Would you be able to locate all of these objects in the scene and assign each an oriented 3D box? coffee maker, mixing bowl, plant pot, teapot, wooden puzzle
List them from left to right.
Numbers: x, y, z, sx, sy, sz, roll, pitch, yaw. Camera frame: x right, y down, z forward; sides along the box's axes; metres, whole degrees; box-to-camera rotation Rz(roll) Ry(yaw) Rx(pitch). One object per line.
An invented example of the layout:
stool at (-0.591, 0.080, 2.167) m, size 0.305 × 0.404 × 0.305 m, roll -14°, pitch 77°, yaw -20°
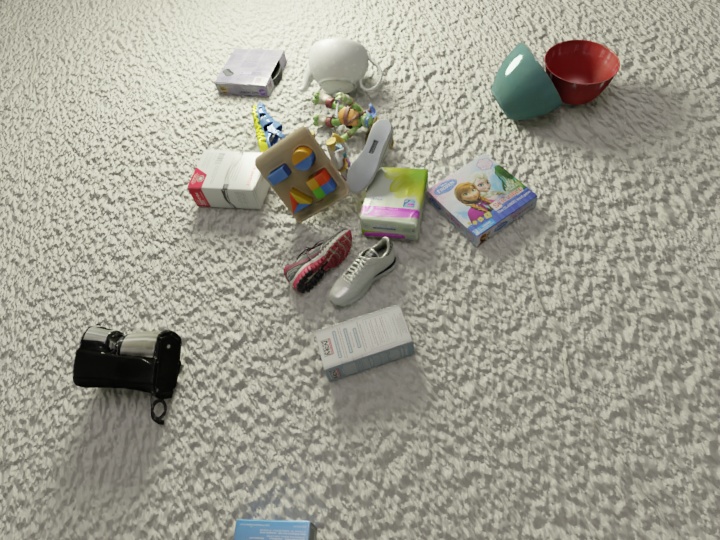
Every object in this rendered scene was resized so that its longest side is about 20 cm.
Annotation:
coffee maker at (-0.514, 0.219, 1.230) m, size 0.197 × 0.135 × 0.194 m, roll 1°, pitch 56°, yaw 11°
wooden puzzle at (-0.151, -0.231, 1.407) m, size 0.184 × 0.201 × 0.046 m, roll -25°, pitch 20°, yaw 30°
teapot at (-0.063, -0.602, 1.712) m, size 0.199 × 0.195 × 0.149 m, roll 1°, pitch 91°, yaw 55°
plant pot at (0.437, -0.493, 1.537) m, size 0.134 × 0.199 × 0.202 m, roll -35°, pitch 52°, yaw 19°
mixing bowl at (0.602, -0.536, 1.565) m, size 0.197 × 0.109 × 0.202 m, roll -2°, pitch 55°, yaw 3°

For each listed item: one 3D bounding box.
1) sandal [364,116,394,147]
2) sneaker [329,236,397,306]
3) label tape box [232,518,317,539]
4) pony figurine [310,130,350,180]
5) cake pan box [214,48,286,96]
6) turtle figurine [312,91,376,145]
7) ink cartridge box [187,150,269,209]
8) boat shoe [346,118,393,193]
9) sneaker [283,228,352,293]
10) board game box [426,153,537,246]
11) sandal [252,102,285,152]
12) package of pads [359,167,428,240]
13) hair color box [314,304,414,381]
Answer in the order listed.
sandal at (0.061, -0.354, 1.572) m, size 0.069 × 0.078 × 0.213 m, roll 23°, pitch 33°, yaw -19°
sneaker at (0.000, 0.000, 1.324) m, size 0.200 × 0.081 × 0.076 m, roll -42°, pitch 60°, yaw -17°
label tape box at (-0.159, 0.548, 0.983) m, size 0.141 × 0.066 × 0.203 m, roll -2°, pitch 58°, yaw 9°
pony figurine at (-0.095, -0.274, 1.484) m, size 0.190 × 0.200 × 0.169 m, roll -9°, pitch 59°, yaw 22°
cake pan box at (-0.357, -0.656, 1.858) m, size 0.197 × 0.053 × 0.186 m, roll 7°, pitch 59°, yaw 15°
turtle figurine at (-0.074, -0.429, 1.590) m, size 0.193 × 0.144 × 0.201 m, roll 27°, pitch 71°, yaw 36°
ink cartridge box at (-0.353, -0.251, 1.556) m, size 0.197 × 0.084 × 0.147 m, roll 5°, pitch 56°, yaw 13°
boat shoe at (0.033, -0.283, 1.440) m, size 0.073 × 0.065 × 0.202 m, roll 31°, pitch 93°, yaw 21°
sneaker at (-0.100, -0.038, 1.367) m, size 0.199 × 0.081 × 0.074 m, roll -40°, pitch 56°, yaw -17°
board game box at (0.302, -0.183, 1.419) m, size 0.199 × 0.041 × 0.200 m, roll -33°, pitch 56°, yaw -13°
sandal at (-0.269, -0.417, 1.667) m, size 0.086 × 0.080 × 0.202 m, roll -15°, pitch 63°, yaw -5°
package of pads at (0.085, -0.174, 1.435) m, size 0.152 × 0.069 × 0.202 m, roll 6°, pitch 54°, yaw 14°
hair color box at (0.009, 0.157, 1.225) m, size 0.197 × 0.061 × 0.100 m, roll -17°, pitch 54°, yaw -3°
